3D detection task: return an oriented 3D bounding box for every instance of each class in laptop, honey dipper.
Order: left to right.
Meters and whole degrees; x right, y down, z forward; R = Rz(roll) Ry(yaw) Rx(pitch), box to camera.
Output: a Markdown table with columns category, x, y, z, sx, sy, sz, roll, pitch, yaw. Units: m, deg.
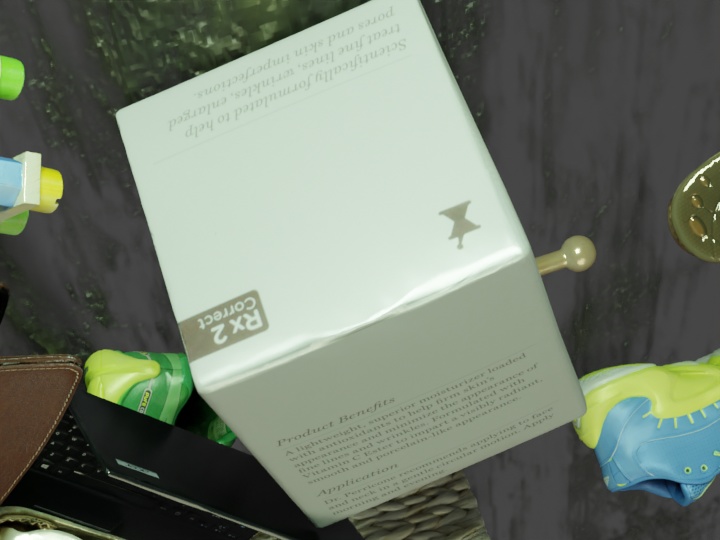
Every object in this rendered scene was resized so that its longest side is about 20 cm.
| category | x | y | z | sx | sy | sz | roll | pitch | yaw |
| --- | --- | --- | --- | --- | --- | --- | --- | --- | --- |
| laptop | -0.112 | 0.143 | 1.003 | 0.176 | 0.104 | 0.200 | 25 | 134 | -27 |
| honey dipper | 0.053 | 0.018 | 1.097 | 0.198 | 0.038 | 0.038 | -17 | 150 | -11 |

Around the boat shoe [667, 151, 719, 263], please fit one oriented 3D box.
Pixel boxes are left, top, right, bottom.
| category | x | y | z | sx | sy | sz | roll | pitch | yaw |
| --- | --- | --- | --- | --- | --- | --- | --- | --- | --- |
| boat shoe | 0.268 | -0.074 | 1.060 | 0.199 | 0.072 | 0.068 | -31 | -178 | 1 |

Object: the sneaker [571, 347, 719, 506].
| category | x | y | z | sx | sy | sz | roll | pitch | yaw |
| --- | --- | --- | --- | --- | --- | --- | --- | --- | --- |
| sneaker | 0.250 | 0.112 | 1.283 | 0.198 | 0.106 | 0.076 | -10 | 166 | -7 |

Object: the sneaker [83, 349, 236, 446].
| category | x | y | z | sx | sy | sz | roll | pitch | yaw |
| --- | --- | --- | --- | --- | --- | --- | --- | --- | --- |
| sneaker | -0.112 | 0.113 | 1.101 | 0.083 | 0.075 | 0.201 | -8 | 149 | 4 |

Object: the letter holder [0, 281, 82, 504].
| category | x | y | z | sx | sy | sz | roll | pitch | yaw |
| --- | --- | --- | --- | --- | --- | --- | --- | --- | --- |
| letter holder | -0.245 | 0.065 | 0.930 | 0.141 | 0.101 | 0.200 | 2 | 143 | -36 |

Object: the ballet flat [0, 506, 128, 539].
| category | x | y | z | sx | sy | sz | roll | pitch | yaw |
| --- | --- | --- | --- | --- | --- | --- | --- | --- | --- |
| ballet flat | -0.137 | 0.187 | 1.034 | 0.198 | 0.068 | 0.062 | 19 | 155 | -14 |

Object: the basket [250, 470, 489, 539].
| category | x | y | z | sx | sy | sz | roll | pitch | yaw |
| --- | --- | --- | --- | --- | --- | --- | --- | --- | --- |
| basket | 0.001 | 0.258 | 1.306 | 0.198 | 0.162 | 0.199 | -15 | 149 | -11 |

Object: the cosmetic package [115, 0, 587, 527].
| category | x | y | z | sx | sy | sz | roll | pitch | yaw |
| --- | --- | --- | --- | --- | --- | --- | --- | --- | --- |
| cosmetic package | 0.000 | 0.000 | 0.906 | 0.164 | 0.166 | 0.200 | -23 | 150 | 3 |

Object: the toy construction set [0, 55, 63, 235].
| category | x | y | z | sx | sy | sz | roll | pitch | yaw |
| --- | --- | --- | --- | --- | --- | --- | --- | --- | --- |
| toy construction set | -0.210 | -0.030 | 0.767 | 0.199 | 0.132 | 0.092 | -36 | 146 | 25 |
